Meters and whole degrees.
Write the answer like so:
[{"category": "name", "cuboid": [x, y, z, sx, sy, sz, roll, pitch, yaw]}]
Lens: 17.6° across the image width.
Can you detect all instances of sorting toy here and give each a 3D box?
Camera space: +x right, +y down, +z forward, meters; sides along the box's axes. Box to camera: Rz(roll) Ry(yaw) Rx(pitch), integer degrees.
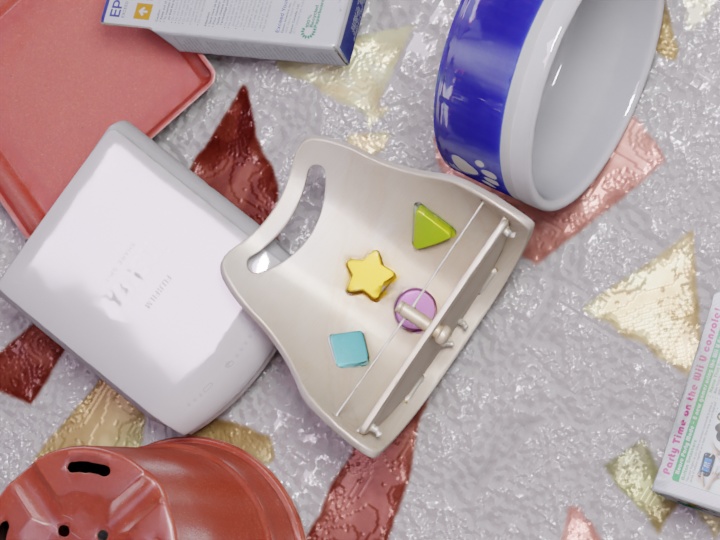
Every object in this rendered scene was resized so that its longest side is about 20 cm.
[{"category": "sorting toy", "cuboid": [0.000, 0.000, 1.669, 0.179, 0.107, 0.201, 35, 92, 8]}]

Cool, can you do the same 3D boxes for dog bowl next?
[{"category": "dog bowl", "cuboid": [0.133, -0.148, 1.619, 0.078, 0.200, 0.201, 23, 88, 23]}]

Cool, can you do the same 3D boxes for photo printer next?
[{"category": "photo printer", "cuboid": [-0.151, 0.012, 1.743, 0.200, 0.069, 0.167, 39, 95, 9]}]

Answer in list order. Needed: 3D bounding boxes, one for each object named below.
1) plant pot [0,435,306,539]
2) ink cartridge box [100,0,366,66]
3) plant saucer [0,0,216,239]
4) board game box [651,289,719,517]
[{"category": "plant pot", "cuboid": [-0.162, 0.208, 1.659, 0.199, 0.195, 0.203, -4, 79, 18]}, {"category": "ink cartridge box", "cuboid": [-0.080, -0.259, 1.780, 0.198, 0.043, 0.198, 8, 71, 22]}, {"category": "plant saucer", "cuboid": [-0.232, -0.155, 1.834, 0.199, 0.037, 0.200, -41, 70, 8]}, {"category": "board game box", "cuboid": [0.317, 0.114, 1.582, 0.199, 0.064, 0.149, 18, 85, 19]}]
